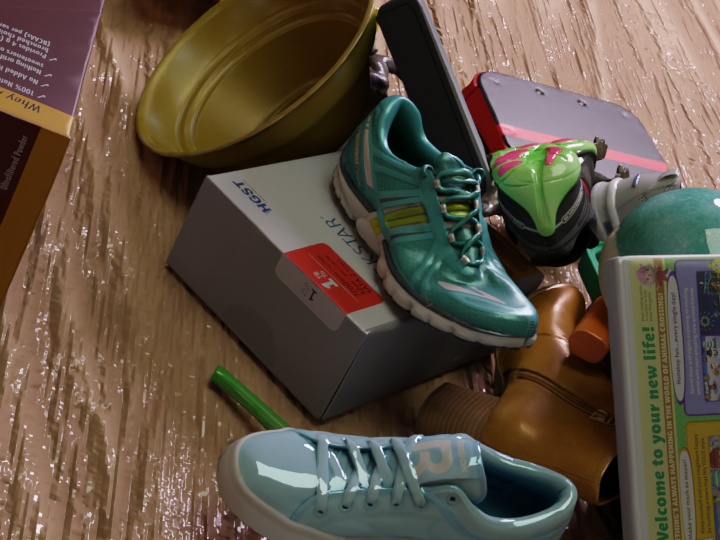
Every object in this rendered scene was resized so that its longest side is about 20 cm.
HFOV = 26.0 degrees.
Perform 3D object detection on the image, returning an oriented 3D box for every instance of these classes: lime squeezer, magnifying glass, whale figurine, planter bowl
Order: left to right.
[{"bbox_3d":[-0.056,-0.128,1.115,0.083,0.200,0.200,51,17,-35],"label":"planter bowl"},{"bbox_3d":[-0.004,0.120,0.910,0.200,0.038,0.071,27,0,-3],"label":"lime squeezer"},{"bbox_3d":[0.173,0.022,1.054,0.080,0.022,0.200,30,21,10],"label":"magnifying glass"},{"bbox_3d":[0.249,0.027,0.995,0.200,0.104,0.159,40,28,0],"label":"whale figurine"}]

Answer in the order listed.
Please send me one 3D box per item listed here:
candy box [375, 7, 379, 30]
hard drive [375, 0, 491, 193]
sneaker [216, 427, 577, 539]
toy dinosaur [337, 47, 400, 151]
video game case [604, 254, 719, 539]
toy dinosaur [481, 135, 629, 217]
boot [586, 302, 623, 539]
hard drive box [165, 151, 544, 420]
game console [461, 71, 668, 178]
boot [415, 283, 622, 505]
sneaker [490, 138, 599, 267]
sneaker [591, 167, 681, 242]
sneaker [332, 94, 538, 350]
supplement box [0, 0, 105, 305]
[{"bbox_3d":[-0.091,-0.234,1.295,0.200,0.026,0.102,13,2,-26],"label":"candy box"},{"bbox_3d":[0.053,-0.130,1.116,0.200,0.033,0.140,-77,144,-79],"label":"hard drive"},{"bbox_3d":[0.025,0.109,0.835,0.200,0.082,0.074,13,44,-24],"label":"sneaker"},{"bbox_3d":[-0.024,-0.161,1.228,0.200,0.077,0.102,49,22,22],"label":"toy dinosaur"},{"bbox_3d":[0.237,0.089,0.916,0.182,0.022,0.200,-1,83,-13],"label":"video game case"},{"bbox_3d":[0.161,-0.057,1.238,0.200,0.102,0.077,15,76,-48],"label":"toy dinosaur"},{"bbox_3d":[0.193,0.108,1.058,0.182,0.073,0.200,37,39,15],"label":"boot"},{"bbox_3d":[0.000,0.000,1.033,0.156,0.077,0.200,44,34,22],"label":"hard drive box"},{"bbox_3d":[0.193,-0.101,1.385,0.200,0.031,0.177,9,42,-29],"label":"game console"},{"bbox_3d":[0.144,0.081,0.997,0.144,0.071,0.201,17,34,30],"label":"boot"},{"bbox_3d":[0.127,-0.046,1.078,0.077,0.084,0.200,-7,7,15],"label":"sneaker"},{"bbox_3d":[0.252,0.008,1.171,0.200,0.082,0.075,49,41,-24],"label":"sneaker"},{"bbox_3d":[0.046,-0.030,0.963,0.077,0.080,0.200,0,43,-40],"label":"sneaker"},{"bbox_3d":[-0.270,-0.113,0.918,0.197,0.133,0.200,21,33,-15],"label":"supplement box"}]
